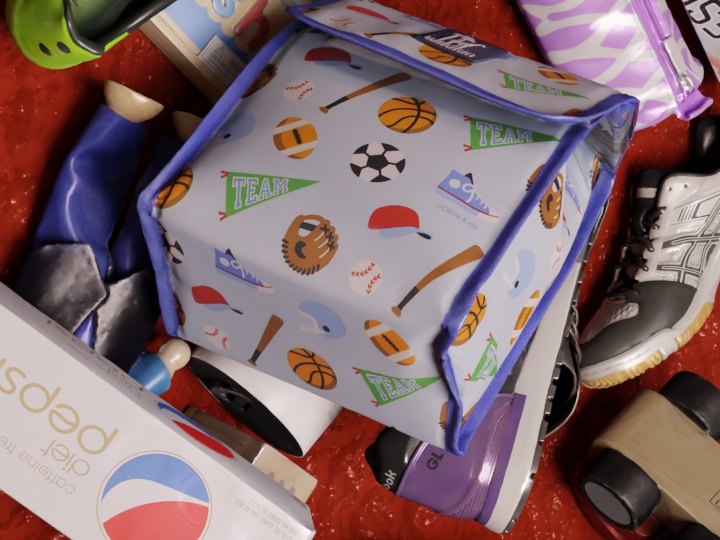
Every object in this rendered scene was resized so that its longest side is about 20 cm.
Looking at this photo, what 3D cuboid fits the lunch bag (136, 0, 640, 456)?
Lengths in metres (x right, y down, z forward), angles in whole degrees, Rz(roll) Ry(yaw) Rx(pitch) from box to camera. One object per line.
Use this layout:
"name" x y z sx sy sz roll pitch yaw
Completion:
"lunch bag" 0.019 -0.043 0.791 0.200 0.170 0.124 -53 156 -33

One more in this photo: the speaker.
"speaker" 0.000 0.000 0.881 0.200 0.081 0.081 -49 123 -17

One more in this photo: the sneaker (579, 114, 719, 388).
"sneaker" 0.183 -0.016 1.024 0.200 0.076 0.088 -46 107 -22

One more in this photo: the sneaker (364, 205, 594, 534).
"sneaker" 0.058 0.024 0.838 0.087 0.076 0.200 17 62 -1

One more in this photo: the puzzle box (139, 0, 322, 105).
"puzzle box" -0.082 -0.187 0.816 0.200 0.025 0.133 45 73 -33

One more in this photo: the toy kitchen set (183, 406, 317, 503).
"toy kitchen set" -0.030 0.211 0.854 0.200 0.163 0.181 40 77 -35

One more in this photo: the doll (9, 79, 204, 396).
"doll" -0.136 0.011 0.807 0.136 0.048 0.200 21 90 -28

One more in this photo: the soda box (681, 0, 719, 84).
"soda box" 0.210 -0.179 0.965 0.063 0.068 0.200 -23 134 16

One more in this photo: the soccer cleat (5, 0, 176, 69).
"soccer cleat" -0.078 -0.165 0.757 0.200 0.081 0.068 -51 123 -16

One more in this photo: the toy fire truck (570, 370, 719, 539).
"toy fire truck" 0.226 0.166 1.055 0.129 0.176 0.200 -43 163 -20

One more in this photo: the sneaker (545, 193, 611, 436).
"sneaker" 0.105 0.017 0.942 0.075 0.106 0.200 42 76 -34

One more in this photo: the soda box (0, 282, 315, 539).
"soda box" -0.119 0.082 0.755 0.200 0.064 0.068 37 90 -7

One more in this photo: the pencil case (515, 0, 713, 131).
"pencil case" 0.127 -0.166 0.932 0.084 0.085 0.200 -41 119 -16
